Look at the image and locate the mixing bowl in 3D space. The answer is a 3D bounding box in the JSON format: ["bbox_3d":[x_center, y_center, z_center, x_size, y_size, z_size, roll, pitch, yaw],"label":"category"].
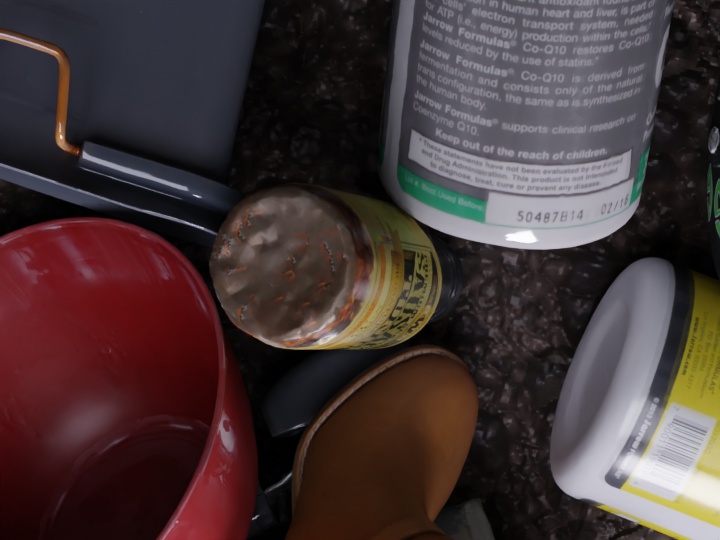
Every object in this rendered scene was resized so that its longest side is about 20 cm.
[{"bbox_3d":[-0.118,0.090,1.007,0.200,0.201,0.108,-24,141,17],"label":"mixing bowl"}]

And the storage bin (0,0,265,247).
[{"bbox_3d":[-0.126,-0.102,0.950,0.199,0.146,0.135,17,87,-5],"label":"storage bin"}]

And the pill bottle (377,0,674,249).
[{"bbox_3d":[0.070,-0.120,0.946,0.113,0.113,0.201,7,120,1],"label":"pill bottle"}]

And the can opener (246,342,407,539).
[{"bbox_3d":[-0.060,0.093,1.103,0.199,0.053,0.067,-24,82,6],"label":"can opener"}]

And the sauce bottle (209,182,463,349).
[{"bbox_3d":[0.000,0.000,0.974,0.066,0.200,0.066,0,90,18],"label":"sauce bottle"}]

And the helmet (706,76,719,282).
[{"bbox_3d":[0.239,-0.022,0.943,0.199,0.200,0.191,-13,112,12],"label":"helmet"}]

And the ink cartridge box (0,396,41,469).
[{"bbox_3d":[-0.198,0.139,1.146,0.108,0.050,0.201,1,118,3],"label":"ink cartridge box"}]

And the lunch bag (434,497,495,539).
[{"bbox_3d":[0.000,0.223,1.123,0.163,0.118,0.200,-13,137,-4],"label":"lunch bag"}]

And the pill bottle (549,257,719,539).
[{"bbox_3d":[0.192,0.079,1.045,0.199,0.112,0.112,22,118,-7],"label":"pill bottle"}]

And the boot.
[{"bbox_3d":[0.012,0.111,0.980,0.200,0.155,0.077,-45,106,-21],"label":"boot"}]
